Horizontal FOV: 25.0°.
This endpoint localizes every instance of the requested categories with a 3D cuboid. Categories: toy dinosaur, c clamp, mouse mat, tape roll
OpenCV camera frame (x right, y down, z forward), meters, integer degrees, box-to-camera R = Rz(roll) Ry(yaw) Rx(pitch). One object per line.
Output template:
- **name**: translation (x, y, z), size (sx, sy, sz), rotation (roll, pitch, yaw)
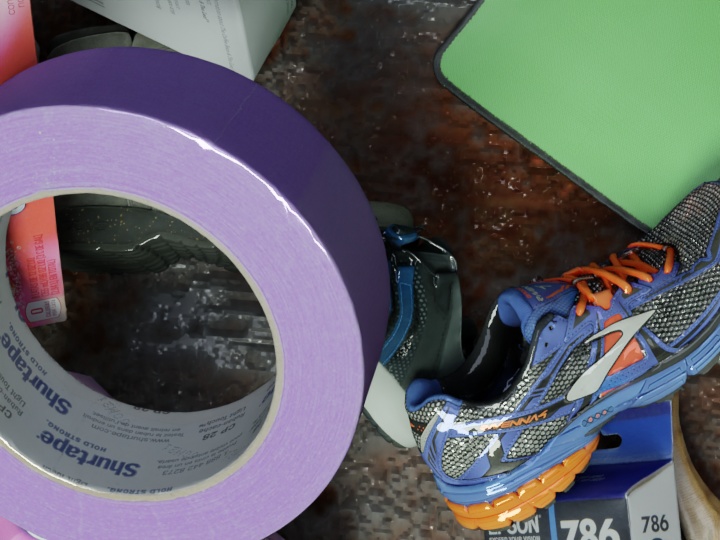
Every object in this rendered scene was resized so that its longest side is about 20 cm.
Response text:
- **toy dinosaur**: translation (0.169, 0.135, 0.762), size (0.106, 0.060, 0.200), rotation (-34, 85, -22)
- **c clamp**: translation (0.220, -0.053, 0.786), size (0.170, 0.027, 0.202), rotation (-5, 81, 7)
- **mouse mat**: translation (0.151, -0.133, 0.805), size (0.161, 0.008, 0.200), rotation (39, 90, 20)
- **tape roll**: translation (-0.090, 0.016, 0.647), size (0.199, 0.066, 0.201), rotation (5, 117, 10)

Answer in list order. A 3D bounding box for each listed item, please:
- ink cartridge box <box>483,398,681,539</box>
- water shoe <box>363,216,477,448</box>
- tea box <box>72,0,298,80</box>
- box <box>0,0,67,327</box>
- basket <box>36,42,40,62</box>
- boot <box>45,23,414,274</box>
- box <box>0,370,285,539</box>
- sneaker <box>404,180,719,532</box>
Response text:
- **ink cartridge box**: translation (0.103, 0.162, 0.740), size (0.039, 0.099, 0.202), rotation (4, 78, -37)
- **water shoe**: translation (0.000, 0.000, 0.739), size (0.079, 0.200, 0.072), rotation (-39, 46, -4)
- **tea box**: translation (-0.068, -0.233, 0.745), size (0.133, 0.200, 0.197), rotation (26, 73, 11)
- **box**: translation (-0.190, -0.074, 0.706), size (0.094, 0.201, 0.103), rotation (-11, 42, -15)
- **basket**: translation (-0.286, -0.110, 0.813), size (0.200, 0.123, 0.136), rotation (-36, 80, 1)
- **boot**: translation (-0.068, -0.066, 0.810), size (0.198, 0.068, 0.132), rotation (2, 77, 7)
- **box**: translation (-0.135, 0.179, 0.765), size (0.176, 0.097, 0.200), rotation (38, 88, 9)
- **sneaker**: translation (0.102, 0.029, 0.736), size (0.200, 0.075, 0.078), rotation (-44, 112, -5)
